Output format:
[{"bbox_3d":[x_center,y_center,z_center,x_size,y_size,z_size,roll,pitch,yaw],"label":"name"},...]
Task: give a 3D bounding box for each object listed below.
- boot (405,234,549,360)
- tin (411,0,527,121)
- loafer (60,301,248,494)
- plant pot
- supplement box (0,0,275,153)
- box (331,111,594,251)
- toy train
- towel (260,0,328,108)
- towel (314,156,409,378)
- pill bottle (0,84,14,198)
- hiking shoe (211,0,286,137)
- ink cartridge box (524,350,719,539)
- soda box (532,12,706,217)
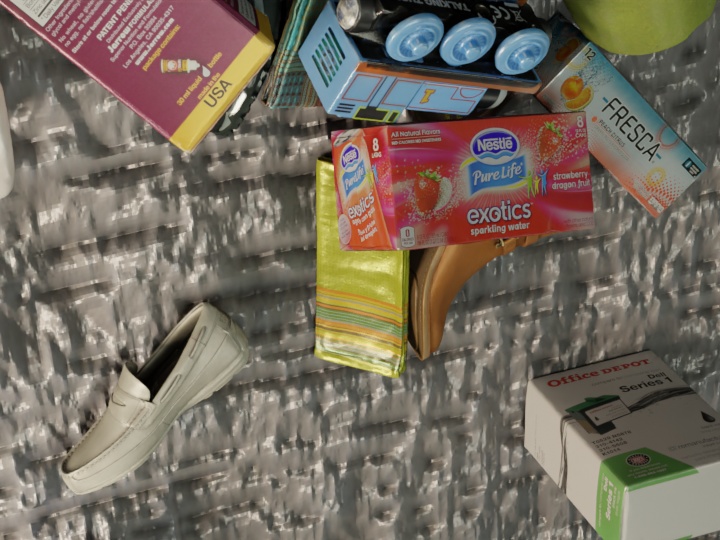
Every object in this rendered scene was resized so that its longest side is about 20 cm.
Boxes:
[{"bbox_3d":[0.106,-0.020,1.561,0.154,0.074,0.201,-14,127,-22],"label":"boot"},{"bbox_3d":[0.079,-0.197,1.434,0.111,0.042,0.201,-26,141,-18],"label":"tin"},{"bbox_3d":[-0.185,0.107,1.506,0.200,0.070,0.070,-44,123,-4],"label":"loafer"},{"bbox_3d":[0.208,-0.277,1.397,0.199,0.200,0.190,-33,141,-3],"label":"plant pot"},{"bbox_3d":[-0.167,-0.193,1.250,0.200,0.131,0.103,39,101,-14],"label":"supplement box"},{"bbox_3d":[0.084,-0.073,1.432,0.199,0.095,0.101,-6,93,-30],"label":"box"},{"bbox_3d":[0.054,-0.170,1.353,0.199,0.087,0.114,2,140,-37],"label":"toy train"},{"bbox_3d":[0.002,-0.220,1.384,0.146,0.022,0.201,-9,125,-51],"label":"towel"},{"bbox_3d":[0.000,0.000,1.526,0.085,0.018,0.201,10,122,15],"label":"towel"},{"bbox_3d":[-0.358,-0.091,1.273,0.198,0.112,0.113,-11,123,-18],"label":"pill bottle"},{"bbox_3d":[-0.101,-0.201,1.366,0.086,0.075,0.201,19,118,-3],"label":"hiking shoe"},{"bbox_3d":[0.260,0.168,1.667,0.145,0.200,0.085,-12,121,-19],"label":"ink cartridge box"},{"bbox_3d":[0.218,-0.134,1.546,0.068,0.064,0.200,-44,128,8],"label":"soda box"}]
